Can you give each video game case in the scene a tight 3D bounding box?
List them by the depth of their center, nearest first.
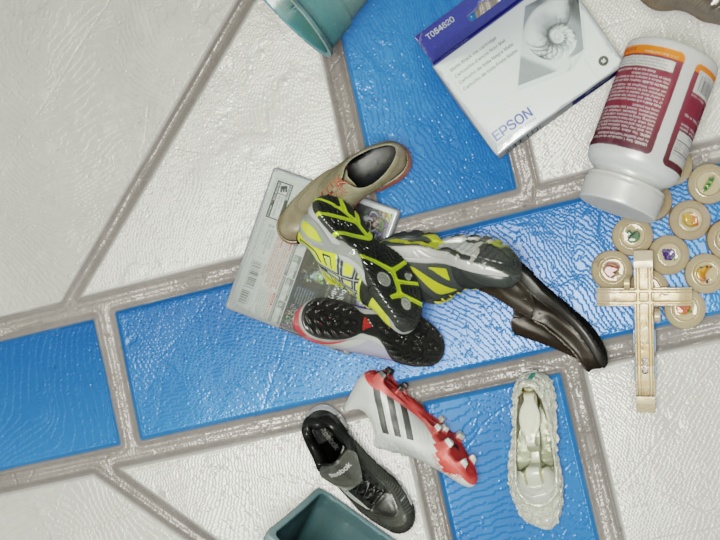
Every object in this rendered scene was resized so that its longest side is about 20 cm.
[{"bbox_3d":[-0.063,-0.014,1.489,0.182,0.023,0.200,20,91,13],"label":"video game case"}]

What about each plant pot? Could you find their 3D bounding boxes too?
[{"bbox_3d":[-0.049,0.426,1.390,0.196,0.196,0.200,32,103,12],"label":"plant pot"},{"bbox_3d":[-0.039,-0.409,1.420,0.196,0.200,0.200,-44,80,0],"label":"plant pot"}]

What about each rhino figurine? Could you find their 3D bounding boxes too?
[{"bbox_3d":[0.388,-0.358,1.382,0.200,0.060,0.088,19,103,16],"label":"rhino figurine"}]

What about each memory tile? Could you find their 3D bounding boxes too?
[{"bbox_3d":[0.392,-0.041,1.392,0.153,0.017,0.200,30,94,12],"label":"memory tile"}]

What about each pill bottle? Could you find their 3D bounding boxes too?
[{"bbox_3d":[0.341,-0.166,1.351,0.114,0.114,0.200,21,87,12],"label":"pill bottle"}]

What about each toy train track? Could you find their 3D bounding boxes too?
[{"bbox_3d":[0.346,0.076,1.378,0.114,0.033,0.200,-1,95,16],"label":"toy train track"}]

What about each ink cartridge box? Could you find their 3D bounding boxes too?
[{"bbox_3d":[0.198,-0.279,1.431,0.199,0.041,0.200,-36,81,9],"label":"ink cartridge box"}]

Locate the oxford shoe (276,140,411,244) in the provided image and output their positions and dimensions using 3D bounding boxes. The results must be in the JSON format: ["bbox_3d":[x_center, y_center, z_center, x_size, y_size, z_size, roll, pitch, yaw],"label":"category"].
[{"bbox_3d":[-0.029,-0.106,1.436,0.200,0.075,0.071,-37,79,6],"label":"oxford shoe"}]

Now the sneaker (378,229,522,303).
[{"bbox_3d":[0.114,0.002,1.409,0.200,0.074,0.085,12,120,37],"label":"sneaker"}]

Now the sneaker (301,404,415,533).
[{"bbox_3d":[-0.010,0.258,1.433,0.066,0.090,0.200,-42,80,9],"label":"sneaker"}]

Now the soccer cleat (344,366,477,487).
[{"bbox_3d":[0.064,0.211,1.435,0.200,0.069,0.085,44,106,14],"label":"soccer cleat"}]

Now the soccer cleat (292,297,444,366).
[{"bbox_3d":[0.010,0.079,1.437,0.200,0.073,0.068,14,77,-18],"label":"soccer cleat"}]

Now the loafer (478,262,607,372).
[{"bbox_3d":[0.223,0.059,1.404,0.200,0.073,0.071,46,101,20],"label":"loafer"}]

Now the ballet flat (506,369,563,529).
[{"bbox_3d":[0.212,0.224,1.399,0.072,0.072,0.200,-5,88,12],"label":"ballet flat"}]

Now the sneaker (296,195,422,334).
[{"bbox_3d":[0.000,0.000,1.399,0.200,0.075,0.076,52,132,11],"label":"sneaker"}]
